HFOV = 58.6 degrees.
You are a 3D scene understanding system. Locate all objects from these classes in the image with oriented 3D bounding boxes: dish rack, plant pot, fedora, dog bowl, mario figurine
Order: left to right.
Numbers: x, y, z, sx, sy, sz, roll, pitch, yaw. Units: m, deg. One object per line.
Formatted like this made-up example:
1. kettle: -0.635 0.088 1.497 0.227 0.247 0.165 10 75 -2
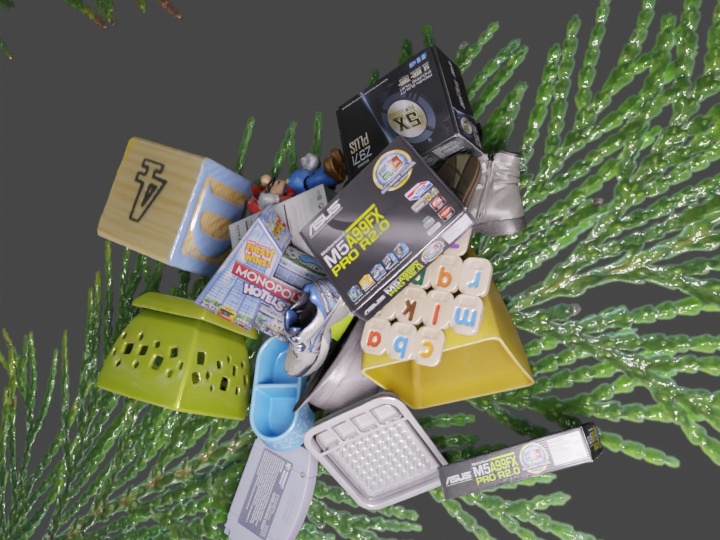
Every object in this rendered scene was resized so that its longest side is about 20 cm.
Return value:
1. plant pot: -0.308 0.148 1.138 0.197 0.199 0.185 9 77 27
2. dog bowl: -0.133 0.202 1.097 0.109 0.050 0.204 -4 67 20
3. mario figurine: -0.125 -0.161 1.150 0.198 0.123 0.108 -25 75 19
4. fedora: -0.015 0.165 1.017 0.090 0.177 0.201 35 61 -3
5. dish rack: 0.028 0.268 0.969 0.170 0.201 0.044 -27 26 18
6. plant pot: 0.123 0.075 0.946 0.197 0.200 0.179 -17 57 22

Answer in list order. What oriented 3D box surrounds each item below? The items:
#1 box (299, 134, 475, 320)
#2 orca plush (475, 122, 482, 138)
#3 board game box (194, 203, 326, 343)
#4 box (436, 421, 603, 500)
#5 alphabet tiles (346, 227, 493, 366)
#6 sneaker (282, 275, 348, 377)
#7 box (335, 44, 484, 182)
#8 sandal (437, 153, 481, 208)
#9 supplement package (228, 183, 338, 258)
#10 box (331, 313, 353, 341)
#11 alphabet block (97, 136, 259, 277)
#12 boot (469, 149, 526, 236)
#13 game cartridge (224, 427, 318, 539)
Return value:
1. box: 0.031 -0.058 0.867 0.200 0.044 0.161 -42 58 9
2. orca plush: 0.101 -0.212 1.075 0.197 0.071 0.107 4 81 27
3. board game box: -0.142 0.008 1.030 0.197 0.062 0.202 26 121 -2
4. box: 0.220 0.256 0.870 0.197 0.160 0.045 -23 72 21
5. alphabet tiles: 0.075 0.023 0.857 0.197 0.015 0.199 7 75 31
6. sneaker: -0.087 0.086 0.972 0.077 0.084 0.202 48 127 33
7. box: 0.071 -0.216 0.995 0.198 0.086 0.167 -25 64 31
8. sandal: 0.111 -0.071 0.909 0.081 0.054 0.202 25 83 36
9. supplement package: -0.112 -0.048 1.121 0.197 0.117 0.119 -20 73 22
10. box: 0.000 0.000 1.015 0.047 0.123 0.201 28 123 -4
11. alphabet block: -0.331 -0.111 1.201 0.197 0.195 0.200 19 86 29
12. boot: 0.160 -0.118 1.006 0.196 0.068 0.133 -7 101 17
13. game cartridge: -0.149 0.383 1.096 0.131 0.041 0.203 20 89 24
